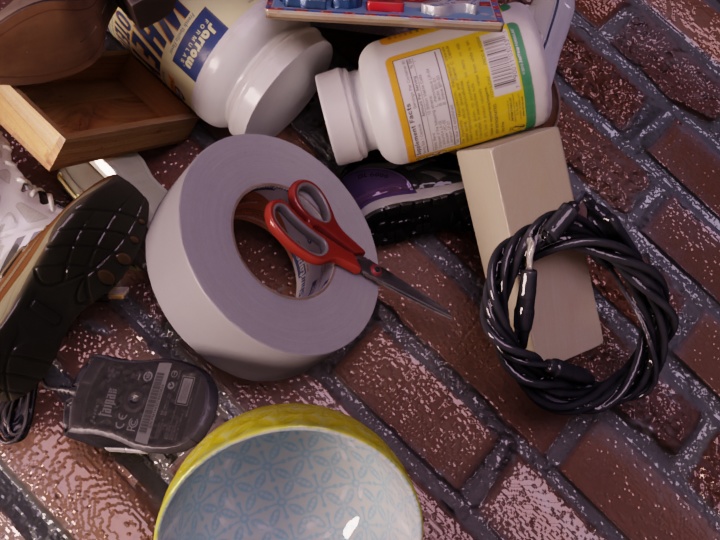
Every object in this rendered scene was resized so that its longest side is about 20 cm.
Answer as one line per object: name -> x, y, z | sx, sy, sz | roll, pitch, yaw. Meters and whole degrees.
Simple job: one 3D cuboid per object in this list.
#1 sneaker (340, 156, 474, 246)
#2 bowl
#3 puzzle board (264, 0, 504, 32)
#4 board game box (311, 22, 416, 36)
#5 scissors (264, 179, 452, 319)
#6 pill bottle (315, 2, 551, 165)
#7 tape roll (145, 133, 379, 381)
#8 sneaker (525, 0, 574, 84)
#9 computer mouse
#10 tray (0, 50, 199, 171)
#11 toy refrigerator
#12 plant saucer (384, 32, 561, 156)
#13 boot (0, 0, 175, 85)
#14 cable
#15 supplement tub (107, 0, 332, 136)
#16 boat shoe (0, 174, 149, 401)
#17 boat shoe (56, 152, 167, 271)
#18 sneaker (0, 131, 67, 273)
sneaker -> 0.076, -0.089, 0.909 | 0.196, 0.076, 0.089 | -8, 56, -22
bowl -> -0.057, 0.177, 0.723 | 0.196, 0.204, 0.108 | 6, 23, -10
puzzle board -> 0.021, -0.248, 0.819 | 0.196, 0.018, 0.152 | 3, 35, -1
board game box -> 0.006, -0.333, 0.994 | 0.196, 0.044, 0.202 | 4, 54, -11
scissors -> 0.000, 0.000, 0.806 | 0.200, 0.014, 0.074 | 43, 43, -14
pill bottle -> 0.063, -0.161, 0.844 | 0.196, 0.113, 0.115 | -15, 69, 2
tape roll -> -0.080, -0.012, 0.798 | 0.198, 0.066, 0.204 | 21, 54, -31
sneaker -> 0.169, -0.240, 0.954 | 0.070, 0.073, 0.202 | 24, 54, -7
computer mouse -> -0.192, 0.081, 0.757 | 0.196, 0.046, 0.143 | -1, 63, 18
tray -> -0.233, -0.144, 0.814 | 0.098, 0.037, 0.200 | 42, 26, 7
toy refrigerator -> 0.153, -0.021, 0.853 | 0.075, 0.070, 0.204 | -19, 101, -21
plant saucer -> 0.110, -0.187, 0.967 | 0.196, 0.035, 0.203 | 8, 56, -12
boot -> -0.248, -0.235, 0.755 | 0.198, 0.071, 0.147 | -25, 60, -24
cable -> 0.193, 0.045, 0.810 | 0.163, 0.051, 0.201 | -41, 109, -15
supplement tub -> -0.137, -0.229, 0.877 | 0.200, 0.145, 0.145 | 42, 64, 8
boat shoe -> -0.253, 0.005, 0.748 | 0.073, 0.076, 0.201 | 19, 67, 43
boat shoe -> -0.192, -0.039, 0.827 | 0.202, 0.060, 0.072 | 49, 24, 6
sneaker -> -0.306, -0.073, 0.818 | 0.113, 0.076, 0.205 | 2, 73, -22
